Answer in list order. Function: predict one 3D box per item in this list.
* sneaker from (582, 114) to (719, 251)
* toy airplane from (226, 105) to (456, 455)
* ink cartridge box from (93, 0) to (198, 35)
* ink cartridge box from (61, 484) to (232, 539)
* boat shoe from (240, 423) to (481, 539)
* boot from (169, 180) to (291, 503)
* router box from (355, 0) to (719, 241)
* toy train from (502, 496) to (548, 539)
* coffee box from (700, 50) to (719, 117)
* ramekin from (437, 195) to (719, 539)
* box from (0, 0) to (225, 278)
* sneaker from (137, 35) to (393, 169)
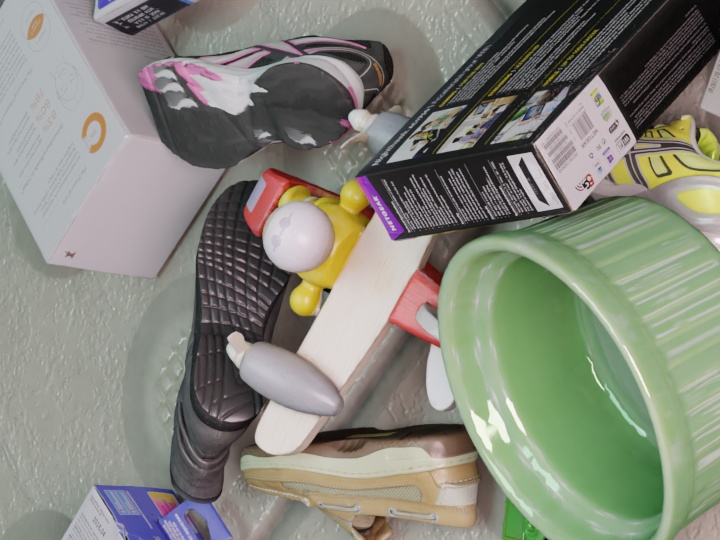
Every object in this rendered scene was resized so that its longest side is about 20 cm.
[{"bbox_3d":[0.171,-0.053,1.644,0.200,0.075,0.076,32,85,46],"label":"sneaker"},{"bbox_3d":[0.000,0.000,1.764,0.199,0.141,0.200,-21,62,36],"label":"toy airplane"},{"bbox_3d":[-0.107,-0.288,2.006,0.198,0.043,0.200,-22,56,45],"label":"ink cartridge box"},{"bbox_3d":[-0.159,0.242,1.962,0.136,0.076,0.200,53,124,39],"label":"ink cartridge box"},{"bbox_3d":[-0.003,0.141,1.809,0.200,0.072,0.076,-5,96,51],"label":"boat shoe"},{"bbox_3d":[-0.095,0.047,1.922,0.132,0.070,0.200,116,170,-57],"label":"boot"},{"bbox_3d":[0.111,-0.101,1.626,0.149,0.200,0.051,-8,121,48],"label":"router box"},{"bbox_3d":[0.118,0.072,1.697,0.056,0.042,0.200,5,87,60],"label":"toy train"},{"bbox_3d":[0.287,-0.101,1.493,0.200,0.080,0.113,31,106,48],"label":"coffee box"},{"bbox_3d":[0.141,0.056,1.571,0.200,0.098,0.200,41,145,38],"label":"ramekin"},{"bbox_3d":[-0.195,-0.109,2.047,0.124,0.097,0.200,-55,46,28],"label":"box"},{"bbox_3d":[-0.058,-0.119,1.901,0.200,0.086,0.080,5,118,41],"label":"sneaker"}]
